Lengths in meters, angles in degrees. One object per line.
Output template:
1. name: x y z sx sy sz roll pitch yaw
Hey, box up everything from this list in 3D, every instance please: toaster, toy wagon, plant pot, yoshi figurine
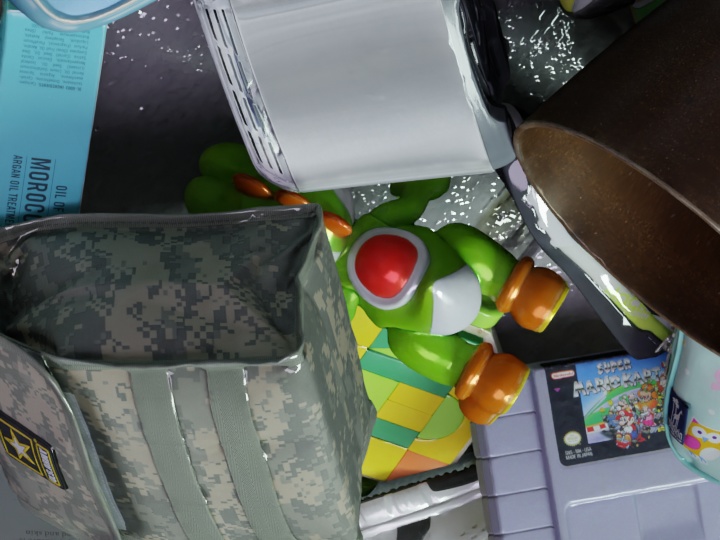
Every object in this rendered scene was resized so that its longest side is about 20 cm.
1. toaster: -0.004 -0.126 1.350 0.128 0.114 0.201 -12 133 8
2. toy wagon: -0.020 0.049 1.549 0.199 0.040 0.155 20 126 -22
3. plant pot: 0.206 -0.080 1.338 0.200 0.187 0.187 -50 127 -11
4. yoshi figurine: 0.000 -0.003 1.460 0.199 0.113 0.112 28 129 -5

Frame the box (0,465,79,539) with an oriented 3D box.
1. box: -0.157 0.189 1.550 0.106 0.201 0.153 4 131 -10

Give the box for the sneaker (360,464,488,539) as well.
1. sneaker: 0.085 0.143 1.598 0.199 0.080 0.074 -19 173 8

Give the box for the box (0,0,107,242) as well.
1. box: -0.161 -0.070 1.404 0.049 0.083 0.201 6 130 -9

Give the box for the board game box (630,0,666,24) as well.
1. board game box: 0.187 -0.129 1.426 0.095 0.030 0.201 -17 133 8

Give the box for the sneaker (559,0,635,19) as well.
1. sneaker: 0.139 -0.210 1.318 0.090 0.078 0.201 40 117 19

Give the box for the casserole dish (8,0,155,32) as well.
1. casserole dish: -0.090 -0.176 1.222 0.199 0.039 0.121 -30 123 4

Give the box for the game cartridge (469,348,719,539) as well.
1. game cartridge: 0.161 0.106 1.547 0.199 0.038 0.131 -9 91 -17

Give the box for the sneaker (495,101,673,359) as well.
1. sneaker: 0.133 -0.035 1.483 0.083 0.072 0.200 -35 132 8

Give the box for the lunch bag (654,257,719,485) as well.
1. lunch bag: 0.251 0.059 1.450 0.199 0.077 0.161 22 140 18

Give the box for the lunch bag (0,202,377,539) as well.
1. lunch bag: -0.105 0.059 1.395 0.199 0.118 0.165 -2 138 11
